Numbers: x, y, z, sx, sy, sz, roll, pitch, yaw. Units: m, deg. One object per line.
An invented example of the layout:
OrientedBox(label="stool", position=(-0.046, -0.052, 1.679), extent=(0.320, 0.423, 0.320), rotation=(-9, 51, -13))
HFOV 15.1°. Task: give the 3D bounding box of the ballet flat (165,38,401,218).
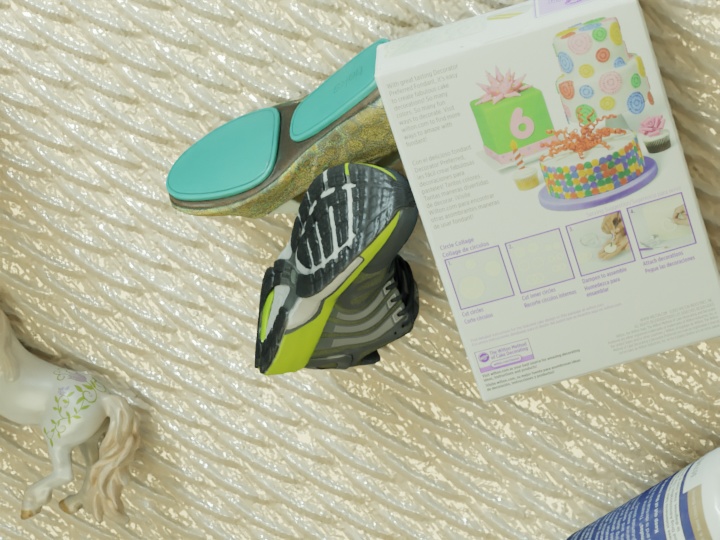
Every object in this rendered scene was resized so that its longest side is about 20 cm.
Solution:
OrientedBox(label="ballet flat", position=(-0.027, -0.068, 1.551), extent=(0.200, 0.071, 0.071), rotation=(-27, 102, 38))

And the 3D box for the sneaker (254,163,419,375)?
OrientedBox(label="sneaker", position=(0.000, 0.000, 1.548), extent=(0.081, 0.074, 0.200), rotation=(4, 154, -18))

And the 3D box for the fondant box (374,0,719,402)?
OrientedBox(label="fondant box", position=(0.105, -0.044, 1.462), extent=(0.144, 0.058, 0.200), rotation=(-16, 111, 8))

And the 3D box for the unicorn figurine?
OrientedBox(label="unicorn figurine", position=(-0.228, 0.080, 1.742), extent=(0.200, 0.074, 0.137), rotation=(17, 115, 2))

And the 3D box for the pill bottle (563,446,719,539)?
OrientedBox(label="pill bottle", position=(0.173, 0.185, 1.552), extent=(0.200, 0.111, 0.111), rotation=(-36, 97, 37))
